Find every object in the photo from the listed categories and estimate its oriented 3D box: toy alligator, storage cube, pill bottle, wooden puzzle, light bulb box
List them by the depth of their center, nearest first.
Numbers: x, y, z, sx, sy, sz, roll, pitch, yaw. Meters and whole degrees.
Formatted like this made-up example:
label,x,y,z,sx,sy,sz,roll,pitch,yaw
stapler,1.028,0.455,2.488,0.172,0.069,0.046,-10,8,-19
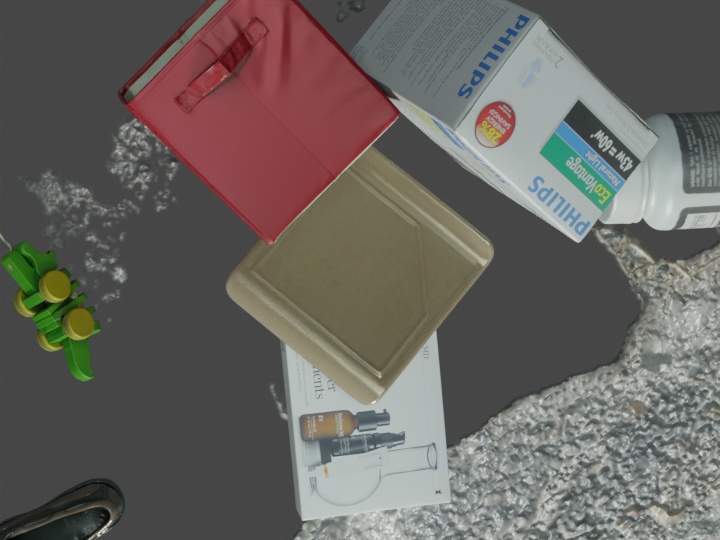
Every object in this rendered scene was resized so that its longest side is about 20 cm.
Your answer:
label,x,y,z,sx,sy,sz,roll,pitch,yaw
light bulb box,0.126,-0.154,1.501,0.198,0.200,0.125,37,91,-38
storage cube,-0.097,-0.152,1.509,0.171,0.200,0.180,-45,105,-1
toy alligator,-0.297,0.010,1.574,0.054,0.059,0.200,-39,101,-44
wooden puzzle,0.000,0.000,1.588,0.185,0.037,0.200,39,79,6
pill bottle,0.330,-0.097,1.609,0.199,0.113,0.114,-3,96,-7

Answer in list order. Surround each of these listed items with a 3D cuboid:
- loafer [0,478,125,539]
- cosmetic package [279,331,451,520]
label,x,y,z,sx,sy,sz,roll,pitch,yaw
loafer,-0.316,0.267,1.590,0.200,0.063,0.072,-35,99,-3
cosmetic package,0.004,0.134,1.625,0.150,0.052,0.201,-7,97,-9
